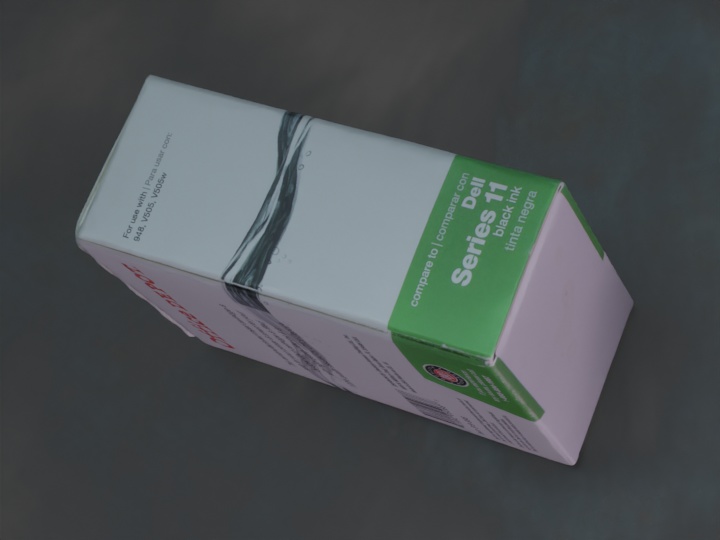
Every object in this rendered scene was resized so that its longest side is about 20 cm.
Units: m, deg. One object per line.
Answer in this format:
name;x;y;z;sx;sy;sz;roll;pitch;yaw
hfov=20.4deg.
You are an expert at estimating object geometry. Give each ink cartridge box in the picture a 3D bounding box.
ink cartridge box;0.000;0.000;0.857;0.199;0.147;0.083;16;76;24
